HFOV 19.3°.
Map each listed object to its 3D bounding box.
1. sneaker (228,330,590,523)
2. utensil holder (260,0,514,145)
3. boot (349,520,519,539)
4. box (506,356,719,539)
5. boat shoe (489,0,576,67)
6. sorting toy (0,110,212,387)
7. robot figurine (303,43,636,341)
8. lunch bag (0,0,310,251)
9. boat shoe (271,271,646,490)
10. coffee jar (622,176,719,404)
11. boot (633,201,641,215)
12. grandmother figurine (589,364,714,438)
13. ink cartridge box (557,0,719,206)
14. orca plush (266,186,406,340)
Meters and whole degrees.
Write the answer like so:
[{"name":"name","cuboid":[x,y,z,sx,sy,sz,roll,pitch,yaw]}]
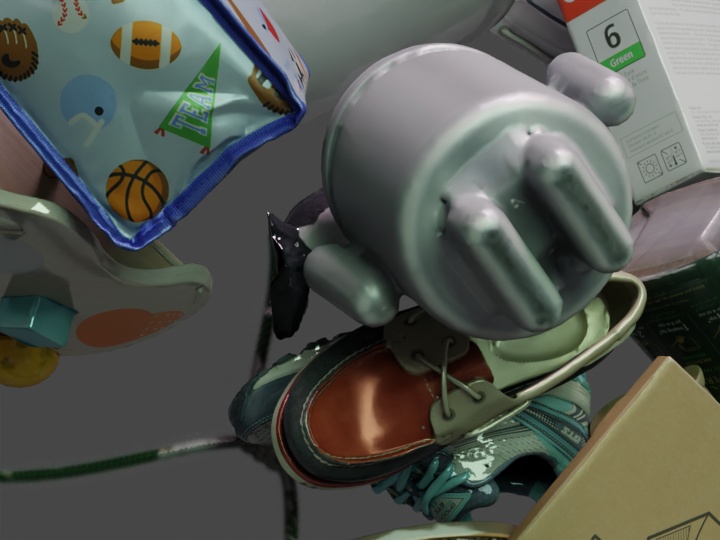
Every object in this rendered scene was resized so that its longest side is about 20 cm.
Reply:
[{"name":"sneaker","cuboid":[0.033,0.083,1.052,0.199,0.078,0.087,3,62,-24]},{"name":"utensil holder","cuboid":[-0.038,-0.162,1.120,0.200,0.170,0.170,-33,77,-34]},{"name":"boot","cuboid":[0.068,0.166,1.022,0.199,0.074,0.076,9,66,-23]},{"name":"box","cuboid":[0.138,0.169,1.002,0.163,0.021,0.200,43,79,-10]},{"name":"boat shoe","cuboid":[0.146,-0.135,1.252,0.200,0.065,0.074,28,41,-33]},{"name":"sorting toy","cuboid":[-0.173,-0.040,0.955,0.200,0.180,0.107,43,78,7]},{"name":"robot figurine","cuboid":[0.049,-0.039,0.969,0.169,0.200,0.113,-35,115,-5]},{"name":"lunch bag","cuboid":[-0.124,-0.119,0.920,0.124,0.170,0.200,-38,100,3]},{"name":"boat shoe","cuboid":[0.048,0.046,1.003,0.199,0.062,0.071,-21,90,-31]},{"name":"coffee jar","cuboid":[0.215,0.050,1.103,0.200,0.104,0.085,53,50,-21]},{"name":"boot","cuboid":[0.126,-0.040,1.152,0.073,0.096,0.200,17,50,14]},{"name":"grandmother figurine","cuboid":[0.208,0.137,1.078,0.200,0.121,0.061,49,49,-16]},{"name":"ink cartridge box","cuboid":[0.160,-0.137,1.169,0.109,0.050,0.201,-5,71,-53]},{"name":"orca plush","cuboid":[0.000,0.000,1.092,0.105,0.071,0.200,52,33,0]}]
